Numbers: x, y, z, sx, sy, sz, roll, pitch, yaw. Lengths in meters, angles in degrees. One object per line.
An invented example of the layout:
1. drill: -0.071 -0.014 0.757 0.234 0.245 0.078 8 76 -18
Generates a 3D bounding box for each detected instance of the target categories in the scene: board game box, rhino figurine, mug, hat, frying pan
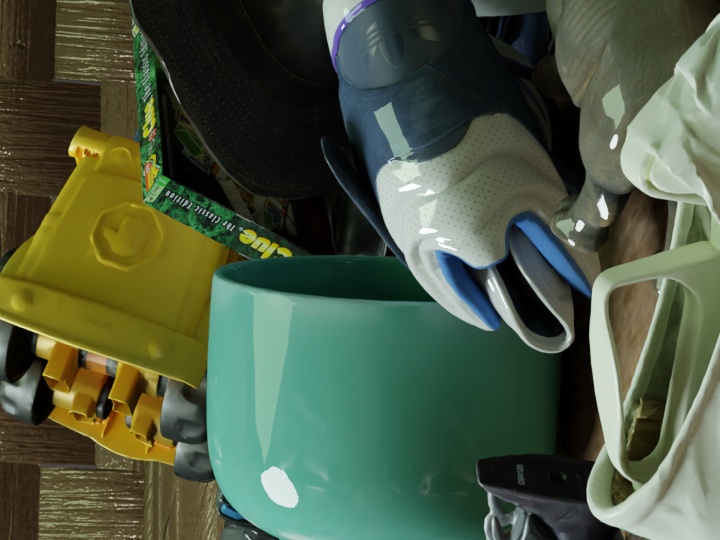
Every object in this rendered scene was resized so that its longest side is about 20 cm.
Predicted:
1. board game box: -0.068 -0.073 0.973 0.024 0.104 0.201 -53 26 25
2. rhino figurine: 0.092 -0.092 0.654 0.088 0.059 0.201 99 169 -48
3. mug: 0.012 0.057 0.816 0.185 0.150 0.116 -27 -61 -77
4. hat: -0.014 -0.131 0.825 0.080 0.200 0.203 -13 68 34
5. frying pan: -0.003 0.001 0.958 0.115 0.031 0.192 139 137 -76

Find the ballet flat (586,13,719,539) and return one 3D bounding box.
1. ballet flat: 0.103 -0.008 0.555 0.069 0.069 0.202 -119 34 -70

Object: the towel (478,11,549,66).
1. towel: 0.059 -0.190 0.883 0.112 0.048 0.202 -176 89 -80

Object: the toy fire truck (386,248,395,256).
1. toy fire truck: 0.036 0.022 0.940 0.141 0.048 0.202 134 138 -74

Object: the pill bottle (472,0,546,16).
1. pill bottle: 0.050 -0.211 0.769 0.112 0.111 0.202 165 106 -79

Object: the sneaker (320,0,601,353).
1. sneaker: 0.050 -0.023 0.742 0.200 0.080 0.148 47 -158 -64

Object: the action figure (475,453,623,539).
1. action figure: 0.068 0.163 0.695 0.131 0.069 0.202 -109 21 -51

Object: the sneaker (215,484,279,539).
1. sneaker: -0.041 0.128 1.096 0.200 0.072 0.083 100 -177 -67

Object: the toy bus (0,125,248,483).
1. toy bus: -0.115 0.000 1.041 0.200 0.134 0.194 92 -165 -69
